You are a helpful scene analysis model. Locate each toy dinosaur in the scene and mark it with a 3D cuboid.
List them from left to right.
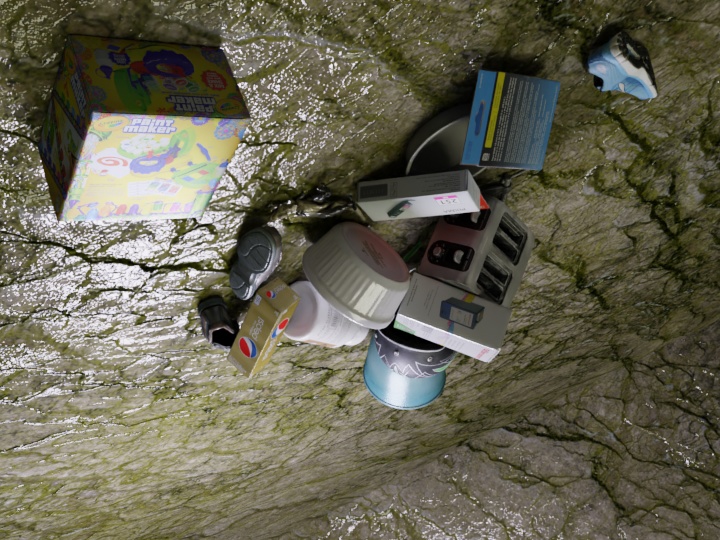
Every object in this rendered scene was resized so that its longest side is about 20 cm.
[{"bbox_3d":[-0.056,-0.108,1.470,0.197,0.048,0.088,0,163,-33],"label":"toy dinosaur"}]

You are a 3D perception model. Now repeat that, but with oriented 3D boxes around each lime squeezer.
[{"bbox_3d":[0.053,0.023,1.787,0.200,0.038,0.071,-46,-164,-9],"label":"lime squeezer"}]

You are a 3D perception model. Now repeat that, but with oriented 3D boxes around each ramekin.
[{"bbox_3d":[0.000,0.000,1.573,0.201,0.203,0.095,10,126,-50],"label":"ramekin"}]

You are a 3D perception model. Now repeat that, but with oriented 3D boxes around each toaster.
[{"bbox_3d":[0.225,-0.027,1.671,0.199,0.118,0.183,35,75,-44],"label":"toaster"}]

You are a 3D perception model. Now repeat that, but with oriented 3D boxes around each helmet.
[{"bbox_3d":[0.120,0.126,1.811,0.200,0.198,0.193,31,81,-60],"label":"helmet"}]

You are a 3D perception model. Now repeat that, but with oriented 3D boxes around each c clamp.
[{"bbox_3d":[0.263,-0.124,1.758,0.168,0.027,0.201,-19,153,-14],"label":"c clamp"}]

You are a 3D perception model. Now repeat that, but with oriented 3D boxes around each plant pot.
[{"bbox_3d":[0.106,0.179,2.014,0.197,0.201,0.190,-16,138,-18],"label":"plant pot"}]

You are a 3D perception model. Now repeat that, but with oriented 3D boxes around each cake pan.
[{"bbox_3d":[0.161,-0.211,1.493,0.197,0.037,0.201,-20,154,-10],"label":"cake pan"}]

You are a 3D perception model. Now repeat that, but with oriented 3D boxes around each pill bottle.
[{"bbox_3d":[-0.069,0.094,1.765,0.114,0.116,0.199,-36,152,21],"label":"pill bottle"}]

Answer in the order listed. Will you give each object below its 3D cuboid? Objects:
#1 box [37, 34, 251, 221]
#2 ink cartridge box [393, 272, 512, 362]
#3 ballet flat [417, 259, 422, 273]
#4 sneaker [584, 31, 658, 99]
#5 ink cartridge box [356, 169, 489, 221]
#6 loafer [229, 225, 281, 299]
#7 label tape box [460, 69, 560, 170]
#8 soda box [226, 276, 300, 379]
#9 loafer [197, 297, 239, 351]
[{"bbox_3d":[-0.270,-0.169,1.087,0.198,0.123,0.193,-4,147,-36],"label":"box"},{"bbox_3d":[0.171,0.092,1.649,0.145,0.197,0.089,94,19,-76],"label":"ink cartridge box"},{"bbox_3d":[0.216,-0.013,1.882,0.197,0.063,0.068,-18,154,-16],"label":"ballet flat"},{"bbox_3d":[0.441,-0.339,1.494,0.089,0.080,0.199,-19,158,34],"label":"sneaker"},{"bbox_3d":[0.113,-0.114,1.533,0.197,0.044,0.174,-4,160,21],"label":"ink cartridge box"},{"bbox_3d":[-0.173,-0.023,1.512,0.063,0.072,0.200,-34,170,-36],"label":"loafer"},{"bbox_3d":[0.218,-0.239,1.385,0.198,0.063,0.147,-2,108,-40],"label":"label tape box"},{"bbox_3d":[-0.186,0.112,1.672,0.068,0.064,0.201,-37,162,-49],"label":"soda box"},{"bbox_3d":[-0.269,0.122,1.695,0.071,0.064,0.201,-21,154,-6],"label":"loafer"}]
